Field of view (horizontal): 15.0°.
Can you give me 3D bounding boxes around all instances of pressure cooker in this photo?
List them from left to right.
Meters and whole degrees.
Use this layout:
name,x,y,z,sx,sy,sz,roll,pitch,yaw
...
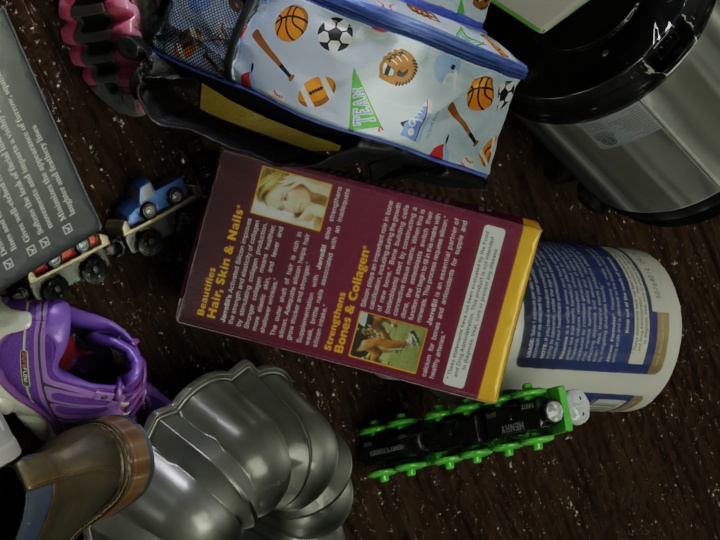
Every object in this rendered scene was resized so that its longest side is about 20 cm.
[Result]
name,x,y,z,sx,sy,sz,roll,pitch,yaw
pressure cooker,0.189,-0.125,1.753,0.200,0.176,0.179,41,78,-42

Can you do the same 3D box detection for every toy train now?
name,x,y,z,sx,sy,sz,roll,pitch,yaw
toy train,-0.178,-0.010,1.649,0.200,0.034,0.046,-28,104,-22
toy train,0.072,0.103,1.736,0.056,0.200,0.042,-5,82,-37

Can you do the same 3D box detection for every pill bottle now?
name,x,y,z,sx,sy,sz,roll,pitch,yaw
pill bottle,0.101,0.034,1.782,0.200,0.111,0.111,4,100,-32

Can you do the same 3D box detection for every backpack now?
name,x,y,z,sx,sy,sz,roll,pitch,yaw
backpack,0.000,-0.125,1.558,0.200,0.190,0.154,8,110,-44

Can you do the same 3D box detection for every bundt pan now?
name,x,y,z,sx,sy,sz,roll,pitch,yaw
bundt pan,-0.078,0.160,1.678,0.202,0.076,0.202,-34,140,-34

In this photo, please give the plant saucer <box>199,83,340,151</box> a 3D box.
name,x,y,z,sx,sy,sz,roll,pitch,yaw
plant saucer,0.003,-0.169,1.710,0.200,0.048,0.201,-2,104,-31

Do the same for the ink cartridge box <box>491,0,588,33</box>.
name,x,y,z,sx,sy,sz,roll,pitch,yaw
ink cartridge box,0.107,-0.271,1.661,0.145,0.084,0.200,32,64,-12

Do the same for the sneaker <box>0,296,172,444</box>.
name,x,y,z,sx,sy,sz,roll,pitch,yaw
sneaker,-0.153,0.074,1.622,0.200,0.083,0.081,41,48,-55

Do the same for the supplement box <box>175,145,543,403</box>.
name,x,y,z,sx,sy,sz,roll,pitch,yaw
supplement box,0.000,0.000,1.651,0.199,0.086,0.111,15,94,1

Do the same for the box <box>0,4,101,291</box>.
name,x,y,z,sx,sy,sz,roll,pitch,yaw
box,-0.274,-0.046,1.536,0.200,0.107,0.149,-32,117,-22

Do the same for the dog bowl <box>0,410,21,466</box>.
name,x,y,z,sx,sy,sz,roll,pitch,yaw
dog bowl,-0.291,0.099,1.515,0.200,0.200,0.059,-18,96,-27

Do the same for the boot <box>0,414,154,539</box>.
name,x,y,z,sx,sy,sz,roll,pitch,yaw
boot,-0.213,0.155,1.590,0.097,0.075,0.200,-10,149,-53

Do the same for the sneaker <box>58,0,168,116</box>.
name,x,y,z,sx,sy,sz,roll,pitch,yaw
sneaker,-0.132,-0.192,1.614,0.095,0.079,0.201,-23,115,-37
